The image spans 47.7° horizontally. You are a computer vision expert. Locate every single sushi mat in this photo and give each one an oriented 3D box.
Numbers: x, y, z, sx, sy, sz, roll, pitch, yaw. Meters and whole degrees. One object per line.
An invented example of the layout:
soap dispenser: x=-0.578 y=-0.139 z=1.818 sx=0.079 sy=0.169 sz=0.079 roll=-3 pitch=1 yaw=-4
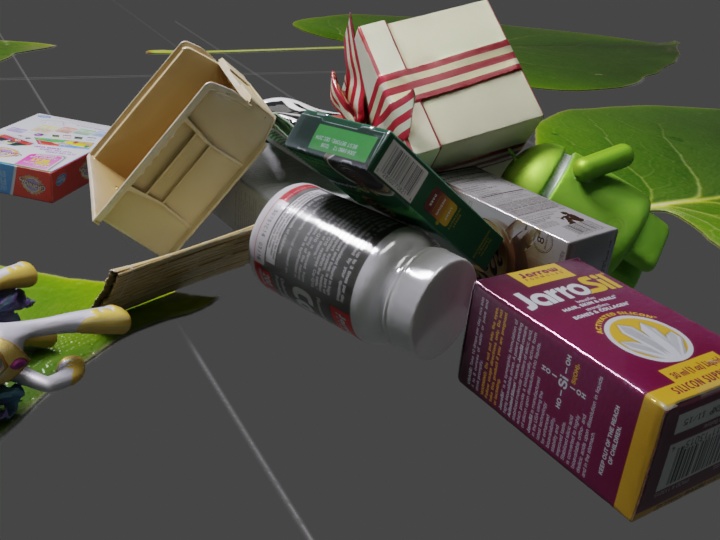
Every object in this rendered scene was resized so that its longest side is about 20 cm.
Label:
sushi mat: x=-0.163 y=-0.004 z=0.775 sx=0.200 sy=0.096 sz=0.012 roll=-24 pitch=75 yaw=-46

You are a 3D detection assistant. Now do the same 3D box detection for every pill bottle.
pill bottle: x=0.000 y=0.000 z=0.763 sx=0.199 sy=0.115 sz=0.114 roll=26 pitch=32 yaw=35

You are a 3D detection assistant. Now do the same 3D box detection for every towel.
towel: x=-0.057 y=-0.133 z=0.980 sx=0.152 sy=0.023 sz=0.200 roll=37 pitch=0 yaw=-13

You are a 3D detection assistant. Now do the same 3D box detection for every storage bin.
storage bin: x=-0.204 y=-0.143 z=0.908 sx=0.094 sy=0.199 sz=0.200 roll=37 pitch=9 yaw=-31

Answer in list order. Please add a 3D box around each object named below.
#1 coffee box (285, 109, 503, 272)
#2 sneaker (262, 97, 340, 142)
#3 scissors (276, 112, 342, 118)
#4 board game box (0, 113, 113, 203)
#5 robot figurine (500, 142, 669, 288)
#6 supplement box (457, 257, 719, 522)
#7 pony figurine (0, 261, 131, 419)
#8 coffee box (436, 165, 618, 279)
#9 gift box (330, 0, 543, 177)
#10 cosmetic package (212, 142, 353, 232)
coffee box: x=0.036 y=-0.072 z=0.762 sx=0.123 sy=0.044 sz=0.200 roll=25 pitch=-7 yaw=45
sneaker: x=-0.084 y=-0.206 z=1.210 sx=0.199 sy=0.074 sz=0.112 roll=3 pitch=24 yaw=-9
scissors: x=-0.035 y=-0.211 z=1.160 sx=0.073 sy=0.014 sz=0.200 roll=38 pitch=27 yaw=24
board game box: x=-0.413 y=-0.152 z=1.066 sx=0.152 sy=0.041 sz=0.200 roll=12 pitch=27 yaw=11
robot figurine: x=0.239 y=-0.064 z=0.909 sx=0.199 sy=0.176 sz=0.116 roll=31 pitch=59 yaw=6
supplement box: x=0.193 y=0.082 z=0.649 sx=0.130 sy=0.104 sz=0.200 roll=-12 pitch=31 yaw=-32
pony figurine: x=-0.302 y=0.041 z=0.602 sx=0.192 sy=0.167 sz=0.200 roll=23 pitch=14 yaw=17
coffee box: x=0.151 y=-0.022 z=0.843 sx=0.079 sy=0.114 sz=0.200 roll=-14 pitch=32 yaw=-36
gift box: x=0.073 y=-0.192 z=0.922 sx=0.186 sy=0.200 sz=0.185 roll=-19 pitch=70 yaw=-14
cosmetic package: x=-0.105 y=-0.085 z=0.961 sx=0.101 sy=0.072 sz=0.200 roll=-11 pitch=31 yaw=-32
